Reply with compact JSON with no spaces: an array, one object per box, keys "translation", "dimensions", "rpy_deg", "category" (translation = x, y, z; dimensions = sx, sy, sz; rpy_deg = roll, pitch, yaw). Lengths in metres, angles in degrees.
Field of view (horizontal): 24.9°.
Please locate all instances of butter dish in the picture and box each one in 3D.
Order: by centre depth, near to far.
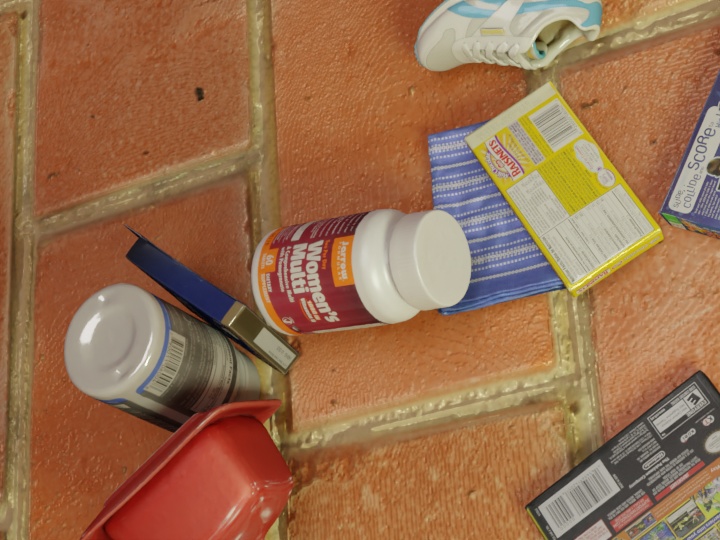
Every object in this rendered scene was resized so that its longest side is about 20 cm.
[{"translation":[-0.134,0.230,1.548],"dimensions":[0.199,0.200,0.148],"rpy_deg":[-43,78,8],"category":"butter dish"}]

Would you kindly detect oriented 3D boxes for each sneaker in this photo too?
[{"translation":[0.144,-0.238,1.617],"dimensions":[0.199,0.076,0.081],"rpy_deg":[-20,63,25],"category":"sneaker"}]

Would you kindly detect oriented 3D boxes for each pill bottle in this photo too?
[{"translation":[0.000,0.000,1.568],"dimensions":[0.199,0.109,0.110],"rpy_deg":[-9,66,38],"category":"pill bottle"},{"translation":[-0.189,0.096,1.602],"dimensions":[0.113,0.200,0.115],"rpy_deg":[-11,65,26],"category":"pill bottle"}]

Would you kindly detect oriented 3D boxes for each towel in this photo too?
[{"translation":[0.133,-0.061,1.582],"dimensions":[0.144,0.024,0.202],"rpy_deg":[-14,64,25],"category":"towel"}]

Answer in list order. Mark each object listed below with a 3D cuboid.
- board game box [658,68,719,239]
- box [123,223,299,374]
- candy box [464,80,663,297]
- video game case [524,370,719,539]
[{"translation":[0.367,-0.119,1.457],"dimensions":[0.135,0.034,0.201],"rpy_deg":[20,81,36],"category":"board game box"},{"translation":[-0.161,0.028,1.661],"dimensions":[0.200,0.121,0.032],"rpy_deg":[33,82,37],"category":"box"},{"translation":[0.190,-0.079,1.537],"dimensions":[0.102,0.026,0.201],"rpy_deg":[-34,60,5],"category":"candy box"},{"translation":[0.264,0.215,1.389],"dimensions":[0.200,0.025,0.181],"rpy_deg":[-40,55,10],"category":"video game case"}]
